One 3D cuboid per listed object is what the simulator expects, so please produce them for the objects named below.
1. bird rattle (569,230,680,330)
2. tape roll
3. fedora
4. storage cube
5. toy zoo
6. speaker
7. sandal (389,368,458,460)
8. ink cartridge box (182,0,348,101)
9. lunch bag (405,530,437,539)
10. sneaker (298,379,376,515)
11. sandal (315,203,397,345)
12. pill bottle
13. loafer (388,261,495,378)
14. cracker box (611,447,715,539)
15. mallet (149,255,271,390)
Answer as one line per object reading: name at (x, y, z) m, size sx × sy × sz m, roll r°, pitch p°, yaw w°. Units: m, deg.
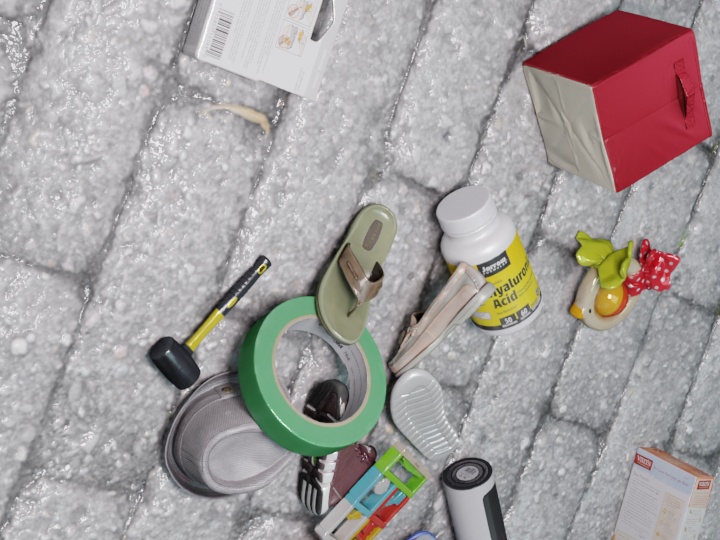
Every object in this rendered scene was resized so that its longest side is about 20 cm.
bird rattle at (0.401, 0.017, 1.898) m, size 0.199 × 0.112 × 0.164 m, roll 14°, pitch 108°, yaw -50°
tape roll at (-0.060, 0.135, 1.552) m, size 0.198 × 0.048 × 0.203 m, roll 15°, pitch 60°, yaw -28°
fedora at (-0.151, 0.224, 1.556) m, size 0.198 × 0.090 × 0.180 m, roll -1°, pitch 105°, yaw -35°
storage cube at (0.363, -0.243, 1.707) m, size 0.178 × 0.200 × 0.173 m, roll -30°, pitch 120°, yaw -16°
toy zoo at (0.010, 0.341, 1.711) m, size 0.200 × 0.020 × 0.131 m, roll -47°, pitch 147°, yaw -4°
speaker at (0.182, 0.393, 1.850) m, size 0.081 × 0.081 × 0.202 m, roll -26°, pitch 118°, yaw -25°
sandal at (0.085, 0.207, 1.745) m, size 0.082 × 0.050 × 0.204 m, roll -29°, pitch 133°, yaw -7°
ink cartridge box at (-0.103, -0.326, 1.445) m, size 0.175 × 0.045 × 0.203 m, roll 16°, pitch 96°, yaw -36°
lunch bag at (0.099, 0.499, 1.818) m, size 0.160 × 0.075 × 0.201 m, roll -39°, pitch 123°, yaw -10°
sneaker at (-0.020, 0.236, 1.672) m, size 0.114 × 0.075 × 0.203 m, roll -8°, pitch 118°, yaw -39°
sandal at (-0.001, -0.001, 1.578) m, size 0.079 × 0.057 × 0.203 m, roll 27°, pitch 70°, yaw -22°
pill bottle at (0.178, -0.016, 1.699) m, size 0.111 × 0.111 × 0.201 m, roll -39°, pitch 122°, yaw -19°
loafer at (0.103, 0.068, 1.673) m, size 0.200 × 0.063 × 0.072 m, roll -45°, pitch 174°, yaw 26°
cracker box at (0.513, 0.421, 2.054) m, size 0.057 × 0.133 × 0.203 m, roll 7°, pitch 101°, yaw -36°
mallet at (-0.188, 0.053, 1.515) m, size 0.066 × 0.041 × 0.201 m, roll 43°, pitch 74°, yaw -34°
